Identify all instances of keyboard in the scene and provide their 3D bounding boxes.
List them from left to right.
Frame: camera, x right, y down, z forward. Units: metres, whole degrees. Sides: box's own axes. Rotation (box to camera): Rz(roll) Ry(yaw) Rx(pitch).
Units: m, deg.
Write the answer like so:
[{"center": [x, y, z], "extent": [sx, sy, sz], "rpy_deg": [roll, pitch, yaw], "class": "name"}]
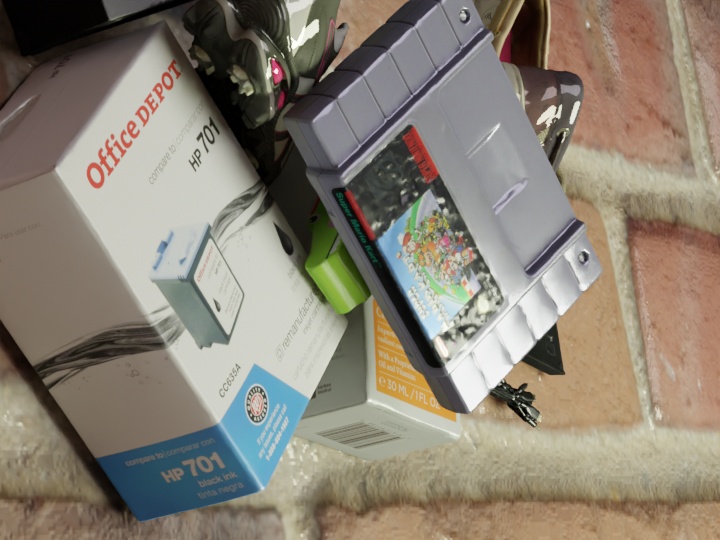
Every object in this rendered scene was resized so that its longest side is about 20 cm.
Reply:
[{"center": [0.077, 0.033, 1.413], "extent": [0.200, 0.021, 0.128], "rpy_deg": [28, 48, -49], "class": "keyboard"}]

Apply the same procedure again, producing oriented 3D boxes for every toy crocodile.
[{"center": [0.010, -0.060, 1.183], "extent": [0.068, 0.062, 0.200], "rpy_deg": [52, 43, -35], "class": "toy crocodile"}]

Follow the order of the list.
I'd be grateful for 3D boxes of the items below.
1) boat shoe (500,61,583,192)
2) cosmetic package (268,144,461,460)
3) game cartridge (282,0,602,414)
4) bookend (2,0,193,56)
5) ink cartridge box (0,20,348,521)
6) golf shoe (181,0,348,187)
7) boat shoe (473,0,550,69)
[{"center": [0.089, -0.048, 1.259], "extent": [0.200, 0.065, 0.072], "rpy_deg": [98, -10, -54], "class": "boat shoe"}, {"center": [0.000, 0.000, 1.257], "extent": [0.101, 0.071, 0.201], "rpy_deg": [24, 56, -51], "class": "cosmetic package"}, {"center": [0.048, -0.036, 1.135], "extent": [0.130, 0.038, 0.200], "rpy_deg": [-47, 124, -29], "class": "game cartridge"}, {"center": [-0.108, -0.238, 1.111], "extent": [0.198, 0.092, 0.201], "rpy_deg": [-25, 99, -37], "class": "bookend"}, {"center": [-0.105, 0.000, 1.078], "extent": [0.200, 0.086, 0.147], "rpy_deg": [60, 33, -25], "class": "ink cartridge box"}, {"center": [-0.044, -0.103, 1.132], "extent": [0.088, 0.200, 0.077], "rpy_deg": [-39, 84, -16], "class": "golf shoe"}, {"center": [0.098, -0.115, 1.458], "extent": [0.074, 0.069, 0.201], "rpy_deg": [36, 47, -44], "class": "boat shoe"}]
